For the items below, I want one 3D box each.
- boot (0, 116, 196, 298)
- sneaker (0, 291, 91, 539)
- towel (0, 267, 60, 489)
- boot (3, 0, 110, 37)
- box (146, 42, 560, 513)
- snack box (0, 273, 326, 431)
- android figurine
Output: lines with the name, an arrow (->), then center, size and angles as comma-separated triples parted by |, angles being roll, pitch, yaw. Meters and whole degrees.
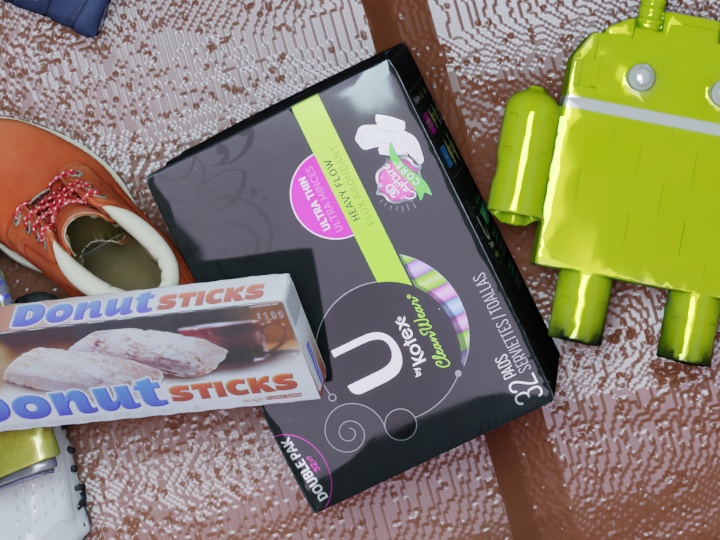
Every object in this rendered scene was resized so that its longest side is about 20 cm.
boot -> -0.154, -0.029, 1.545 | 0.200, 0.107, 0.075 | 40, 83, 23
sneaker -> -0.185, 0.109, 1.614 | 0.080, 0.074, 0.201 | 11, 104, -10
towel -> -0.248, 0.037, 1.568 | 0.143, 0.023, 0.201 | -18, 88, 26
boot -> -0.143, -0.230, 1.559 | 0.090, 0.073, 0.200 | 25, 108, -5
box -> 0.000, 0.000, 1.544 | 0.148, 0.124, 0.200 | -26, 96, 8
snack box -> -0.123, 0.044, 1.481 | 0.199, 0.024, 0.072 | -7, 132, 15
android figurine -> 0.163, -0.053, 1.546 | 0.181, 0.041, 0.201 | 12, 91, -2
